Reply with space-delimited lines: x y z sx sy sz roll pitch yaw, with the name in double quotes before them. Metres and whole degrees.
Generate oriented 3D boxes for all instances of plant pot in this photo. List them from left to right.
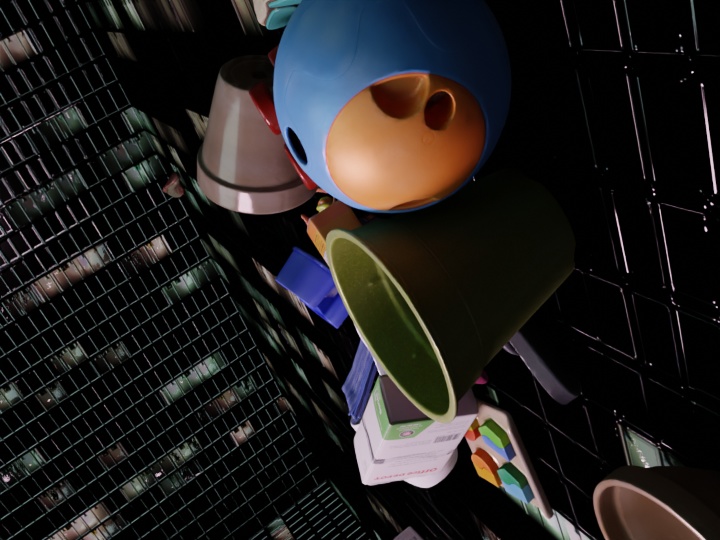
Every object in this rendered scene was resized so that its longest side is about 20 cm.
"plant pot" -0.153 -0.214 1.079 0.200 0.197 0.177 45 144 36
"plant pot" 0.096 0.001 0.677 0.201 0.188 0.201 50 163 22
"plant pot" 0.313 0.248 0.643 0.202 0.092 0.202 51 163 22

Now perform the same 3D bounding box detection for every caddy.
"caddy" -0.075 0.022 1.386 0.141 0.106 0.199 39 174 -30

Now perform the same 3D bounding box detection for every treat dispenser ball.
"treat dispenser ball" 0.026 -0.151 0.597 0.202 0.199 0.202 50 162 23

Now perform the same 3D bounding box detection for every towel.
"towel" 0.000 0.183 1.343 0.023 0.148 0.200 18 -176 -8

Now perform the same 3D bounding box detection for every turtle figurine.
"turtle figurine" -0.040 -0.055 1.199 0.165 0.063 0.200 71 160 2

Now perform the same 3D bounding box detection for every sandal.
"sandal" 0.161 0.063 0.784 0.043 0.076 0.202 -41 77 30

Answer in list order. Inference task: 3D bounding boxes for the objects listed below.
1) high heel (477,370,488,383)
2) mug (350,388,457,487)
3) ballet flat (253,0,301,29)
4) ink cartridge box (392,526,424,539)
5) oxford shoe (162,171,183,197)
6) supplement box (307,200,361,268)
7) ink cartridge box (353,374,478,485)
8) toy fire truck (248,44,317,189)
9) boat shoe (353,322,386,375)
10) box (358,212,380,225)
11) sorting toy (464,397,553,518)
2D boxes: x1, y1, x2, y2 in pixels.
"high heel" 0.121 0.130 1.077 0.095 0.068 0.200 37 179 -8
"mug" 0.081 0.298 1.320 0.176 0.147 0.199 50 159 -6
"ballet flat" -0.093 -0.342 0.862 0.071 0.069 0.199 62 164 -15
"ink cartridge box" 0.154 0.883 2.150 0.086 0.144 0.199 64 163 -20
"oxford shoe" -0.694 -0.320 2.712 0.074 0.072 0.199 34 168 -16
"supplement box" 0.000 0.000 1.054 0.202 0.066 0.069 57 164 10
"ink cartridge box" 0.079 0.243 1.114 0.202 0.142 0.086 108 152 -48
"toy fire truck" -0.055 -0.193 0.955 0.203 0.111 0.168 58 -178 6
"boat shoe" 0.039 0.097 1.197 0.091 0.069 0.205 -65 -42 -69
"box" 0.067 0.001 1.037 0.199 0.034 0.112 39 154 50
"sorting toy" 0.204 0.278 1.118 0.188 0.036 0.199 64 163 -18
